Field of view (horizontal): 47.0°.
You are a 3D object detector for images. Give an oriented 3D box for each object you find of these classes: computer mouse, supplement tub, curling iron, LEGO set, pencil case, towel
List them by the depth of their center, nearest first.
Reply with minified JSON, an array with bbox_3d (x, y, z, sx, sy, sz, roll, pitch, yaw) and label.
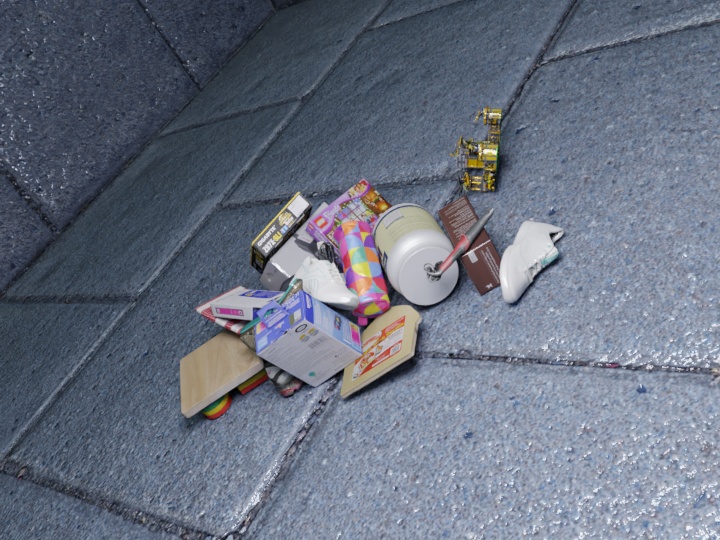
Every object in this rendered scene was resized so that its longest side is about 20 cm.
[{"bbox_3d":[0.184,-0.052,1.527,0.200,0.026,0.049,-46,35,-21],"label":"curling iron"},{"bbox_3d":[0.110,-0.034,1.661,0.143,0.146,0.201,-32,29,4],"label":"supplement tub"},{"bbox_3d":[0.000,0.000,1.664,0.087,0.088,0.204,-22,61,20],"label":"pencil case"},{"bbox_3d":[-0.118,0.037,1.735,0.199,0.052,0.141,-32,66,42],"label":"computer mouse"},{"bbox_3d":[-0.248,0.097,1.824,0.197,0.023,0.143,22,33,33],"label":"towel"},{"bbox_3d":[0.250,-0.267,1.839,0.113,0.155,0.203,4,53,10],"label":"LEGO set"}]

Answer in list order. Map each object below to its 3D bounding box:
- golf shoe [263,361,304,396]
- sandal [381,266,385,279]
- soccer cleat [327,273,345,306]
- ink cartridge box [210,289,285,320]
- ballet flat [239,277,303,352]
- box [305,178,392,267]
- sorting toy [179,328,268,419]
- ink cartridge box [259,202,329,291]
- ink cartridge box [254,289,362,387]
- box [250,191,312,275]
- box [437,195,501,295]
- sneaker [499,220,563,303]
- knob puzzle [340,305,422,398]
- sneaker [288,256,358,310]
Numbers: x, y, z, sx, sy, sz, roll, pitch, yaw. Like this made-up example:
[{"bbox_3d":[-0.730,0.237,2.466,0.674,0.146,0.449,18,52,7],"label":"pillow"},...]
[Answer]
[{"bbox_3d":[-0.131,0.154,1.698,0.072,0.093,0.202,-16,33,34],"label":"golf shoe"},{"bbox_3d":[0.023,0.001,1.738,0.202,0.074,0.045,-108,33,-40],"label":"sandal"},{"bbox_3d":[-0.048,0.040,1.815,0.086,0.071,0.198,-30,22,-35],"label":"soccer cleat"},{"bbox_3d":[-0.226,0.071,1.745,0.094,0.038,0.198,-23,14,-39],"label":"ink cartridge box"},{"bbox_3d":[-0.158,0.095,1.629,0.199,0.075,0.068,-42,7,29],"label":"ballet flat"},{"bbox_3d":[-0.011,-0.105,1.864,0.200,0.137,0.039,-41,-9,-36],"label":"box"},{"bbox_3d":[-0.290,0.219,1.790,0.197,0.070,0.201,-33,30,5],"label":"sorting toy"},{"bbox_3d":[-0.130,-0.038,1.908,0.200,0.083,0.145,-48,-2,-26],"label":"ink cartridge box"},{"bbox_3d":[-0.109,0.125,1.571,0.135,0.199,0.077,-35,43,24],"label":"ink cartridge box"},{"bbox_3d":[-0.182,-0.079,1.883,0.160,0.049,0.200,-51,-2,-14],"label":"box"},{"bbox_3d":[0.219,-0.054,1.623,0.074,0.101,0.201,-28,31,10],"label":"box"},{"bbox_3d":[0.317,-0.021,1.515,0.087,0.076,0.202,4,45,32],"label":"sneaker"},{"bbox_3d":[0.046,0.143,1.581,0.219,0.030,0.221,-40,21,18],"label":"knob puzzle"},{"bbox_3d":[-0.069,0.023,1.617,0.199,0.070,0.082,22,89,49],"label":"sneaker"}]
